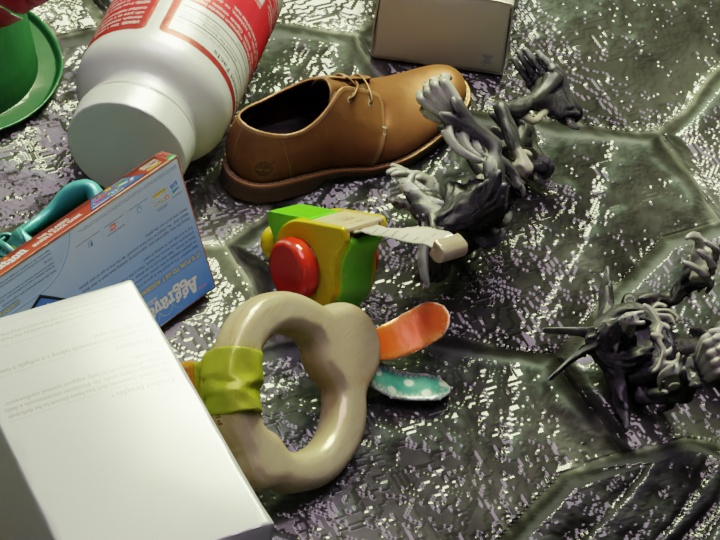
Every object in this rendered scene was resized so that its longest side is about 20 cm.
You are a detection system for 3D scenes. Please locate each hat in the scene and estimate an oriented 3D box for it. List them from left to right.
[{"bbox_3d":[-0.282,-0.206,1.868,0.199,0.176,0.166,-3,46,-9],"label":"hat"}]

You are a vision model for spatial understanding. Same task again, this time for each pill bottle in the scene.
[{"bbox_3d":[-0.131,-0.147,1.874,0.112,0.113,0.200,14,46,8],"label":"pill bottle"}]

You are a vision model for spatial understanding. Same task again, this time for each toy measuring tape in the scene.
[{"bbox_3d":[0.000,0.000,1.747,0.073,0.074,0.200,-32,26,-31],"label":"toy measuring tape"}]

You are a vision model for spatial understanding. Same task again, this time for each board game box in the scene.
[{"bbox_3d":[-0.179,0.016,1.719,0.019,0.103,0.200,14,40,43],"label":"board game box"}]

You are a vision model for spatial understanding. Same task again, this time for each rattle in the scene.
[{"bbox_3d":[-0.051,0.076,1.725,0.200,0.143,0.130,-32,88,-49],"label":"rattle"}]

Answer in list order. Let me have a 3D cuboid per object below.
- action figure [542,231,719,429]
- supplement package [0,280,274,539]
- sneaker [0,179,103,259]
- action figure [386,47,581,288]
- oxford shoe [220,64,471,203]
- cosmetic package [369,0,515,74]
[{"bbox_3d":[0.223,0.036,1.744,0.199,0.102,0.119,-1,58,-9],"label":"action figure"},{"bbox_3d":[-0.144,0.125,1.534,0.117,0.118,0.200,-16,50,-21],"label":"supplement package"},{"bbox_3d":[-0.230,0.012,1.731,0.077,0.080,0.200,27,50,19],"label":"sneaker"},{"bbox_3d":[0.069,-0.069,1.814,0.102,0.119,0.200,36,41,6],"label":"action figure"},{"bbox_3d":[-0.004,-0.110,1.882,0.200,0.071,0.071,-22,50,-27],"label":"oxford shoe"},{"bbox_3d":[0.070,-0.243,2.017,0.105,0.071,0.200,7,46,0],"label":"cosmetic package"}]
